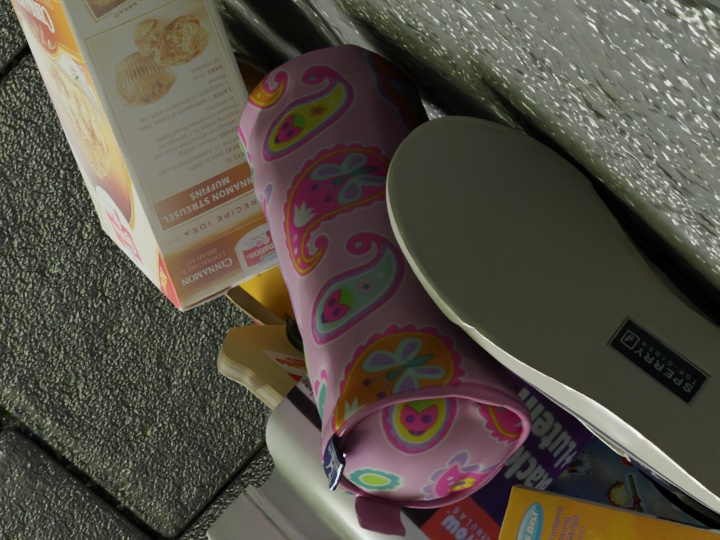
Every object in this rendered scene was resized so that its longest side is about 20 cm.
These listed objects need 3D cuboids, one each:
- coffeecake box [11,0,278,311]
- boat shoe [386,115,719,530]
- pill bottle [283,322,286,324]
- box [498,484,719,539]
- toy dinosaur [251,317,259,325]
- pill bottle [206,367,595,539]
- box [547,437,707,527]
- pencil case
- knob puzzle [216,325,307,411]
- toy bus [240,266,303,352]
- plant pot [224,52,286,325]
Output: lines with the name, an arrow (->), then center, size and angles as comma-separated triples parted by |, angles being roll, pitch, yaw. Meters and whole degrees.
coffeecake box -> -0.113, -0.101, 1.013 | 0.153, 0.073, 0.201 | 37, 150, 63
boat shoe -> 0.088, 0.028, 0.768 | 0.200, 0.075, 0.093 | 44, 171, 10
pill bottle -> 0.023, 0.061, 1.320 | 0.200, 0.114, 0.114 | 54, -179, 26
box -> 0.144, 0.124, 0.785 | 0.119, 0.042, 0.200 | 22, 169, -38
toy dinosaur -> -0.027, 0.033, 1.490 | 0.105, 0.201, 0.181 | 34, 136, -24
pill bottle -> 0.030, 0.069, 0.893 | 0.111, 0.200, 0.111 | 43, 177, 3
box -> 0.137, 0.130, 0.912 | 0.200, 0.137, 0.040 | 41, 178, 35
pencil case -> 0.005, 0.003, 0.821 | 0.087, 0.087, 0.201 | 48, -160, -48
knob puzzle -> 0.003, 0.080, 1.127 | 0.219, 0.031, 0.220 | 22, -170, -4
toy bus -> -0.058, -0.036, 1.161 | 0.200, 0.078, 0.065 | 38, 150, 22
plant pot -> -0.054, -0.048, 1.244 | 0.200, 0.027, 0.201 | 30, 138, 30
